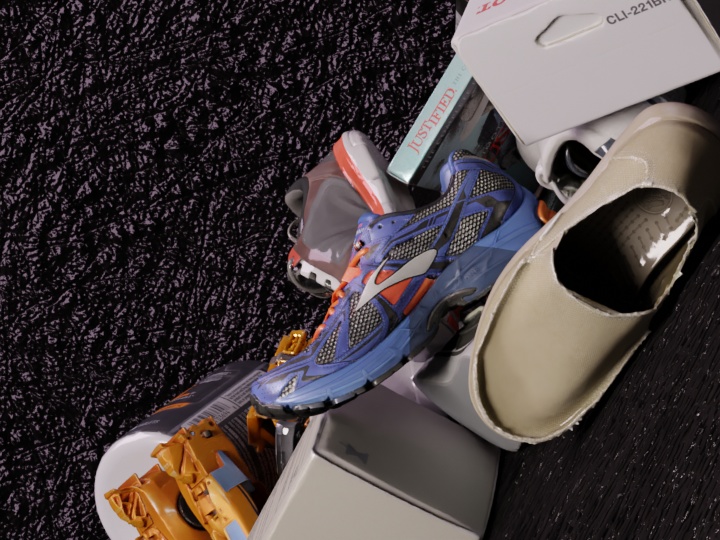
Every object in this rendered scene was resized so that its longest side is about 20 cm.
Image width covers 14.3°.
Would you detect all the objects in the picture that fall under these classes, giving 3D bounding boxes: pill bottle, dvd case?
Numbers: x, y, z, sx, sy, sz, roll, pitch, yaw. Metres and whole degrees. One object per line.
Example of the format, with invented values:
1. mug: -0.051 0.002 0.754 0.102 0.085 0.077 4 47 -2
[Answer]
1. pill bottle: -0.091 0.127 1.982 0.106 0.106 0.200 -61 -13 28
2. dvd case: 0.097 -0.109 1.794 0.146 0.022 0.200 -58 -23 8

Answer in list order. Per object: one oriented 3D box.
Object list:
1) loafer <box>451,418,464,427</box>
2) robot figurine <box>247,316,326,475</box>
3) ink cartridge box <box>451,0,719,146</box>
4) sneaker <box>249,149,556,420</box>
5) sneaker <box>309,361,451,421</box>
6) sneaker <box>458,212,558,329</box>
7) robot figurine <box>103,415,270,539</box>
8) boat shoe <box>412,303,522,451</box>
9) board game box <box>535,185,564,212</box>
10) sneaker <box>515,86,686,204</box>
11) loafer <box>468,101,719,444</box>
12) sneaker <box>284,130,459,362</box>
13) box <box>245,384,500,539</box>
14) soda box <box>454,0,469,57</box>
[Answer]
1. loafer: 0.020 0.137 1.814 0.063 0.072 0.200 -51 5 36
2. robot figurine: -0.026 0.124 1.906 0.200 0.058 0.145 75 -150 -44
3. ink cartridge box: 0.151 -0.177 1.633 0.144 0.084 0.200 -20 28 33
4. sneaker: 0.014 0.010 1.578 0.200 0.078 0.075 -39 -3 -15
5. sneaker: 0.008 0.070 1.772 0.200 0.084 0.073 -96 -9 -85
6. sneaker: 0.091 0.018 1.703 0.200 0.078 0.077 117 164 -67
7. robot figurine: -0.080 0.203 1.829 0.058 0.200 0.145 -22 -15 -40
8. boat shoe: 0.082 0.051 1.573 0.064 0.071 0.200 -54 3 -14
9. board game box: 0.113 -0.011 1.893 0.136 0.028 0.200 -65 4 -33
10. sneaker: 0.128 -0.075 1.711 0.071 0.073 0.200 -58 5 -15
11. loafer: 0.108 0.008 1.378 0.200 0.076 0.068 -61 -2 28
12. sneaker: 0.000 0.000 1.704 0.082 0.077 0.200 -33 33 11
13. box: -0.015 0.179 1.643 0.200 0.109 0.128 -61 3 22
14. soda box: 0.106 -0.123 1.923 0.071 0.063 0.200 -33 -28 -19
